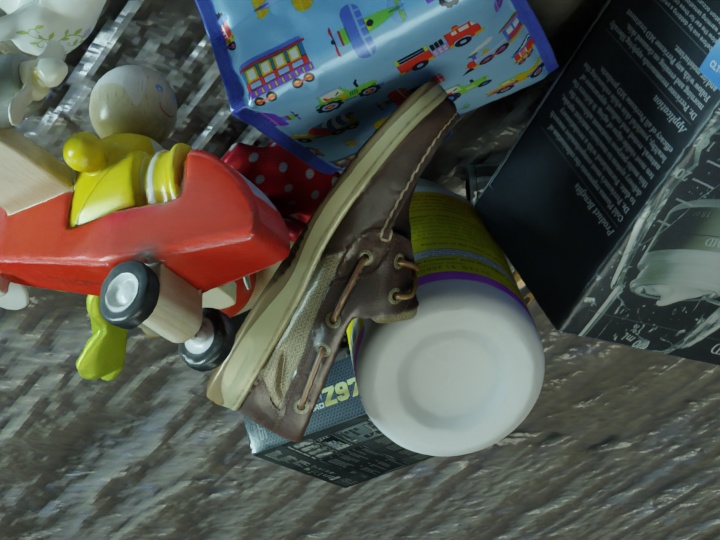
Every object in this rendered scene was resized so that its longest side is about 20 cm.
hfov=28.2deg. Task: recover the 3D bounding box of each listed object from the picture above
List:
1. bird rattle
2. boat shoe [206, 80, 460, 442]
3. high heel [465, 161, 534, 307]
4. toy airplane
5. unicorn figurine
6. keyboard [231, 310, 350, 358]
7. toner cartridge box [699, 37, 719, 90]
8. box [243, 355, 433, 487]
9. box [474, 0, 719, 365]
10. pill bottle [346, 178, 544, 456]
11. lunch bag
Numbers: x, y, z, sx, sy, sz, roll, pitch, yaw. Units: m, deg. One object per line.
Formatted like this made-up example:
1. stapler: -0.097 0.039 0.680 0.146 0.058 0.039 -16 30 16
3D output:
1. bird rattle: -0.100 -0.014 0.906 0.199 0.113 0.163 -27 160 -2
2. boat shoe: 0.000 0.000 0.729 0.072 0.072 0.201 33 100 -2
3. high heel: 0.146 -0.005 0.990 0.141 0.072 0.201 -6 140 1
4. toy airplane: -0.138 -0.037 0.724 0.198 0.142 0.200 19 165 -8
5. unicorn figurine: -0.134 -0.150 0.675 0.137 0.074 0.199 12 157 -35
6. keyboard: -0.030 0.013 1.012 0.104 0.040 0.200 33 132 -20
7. toner cartridge box: 0.266 -0.066 0.701 0.199 0.095 0.043 12 120 -36
8. box: 0.017 0.114 1.130 0.157 0.051 0.200 -21 159 15
9. box: 0.209 -0.060 0.833 0.199 0.124 0.197 12 125 -35
10. pill bottle: 0.040 0.015 0.848 0.103 0.200 0.105 -2 116 -5
11. lunch bag: 0.022 -0.114 0.771 0.150 0.095 0.200 -25 156 10
